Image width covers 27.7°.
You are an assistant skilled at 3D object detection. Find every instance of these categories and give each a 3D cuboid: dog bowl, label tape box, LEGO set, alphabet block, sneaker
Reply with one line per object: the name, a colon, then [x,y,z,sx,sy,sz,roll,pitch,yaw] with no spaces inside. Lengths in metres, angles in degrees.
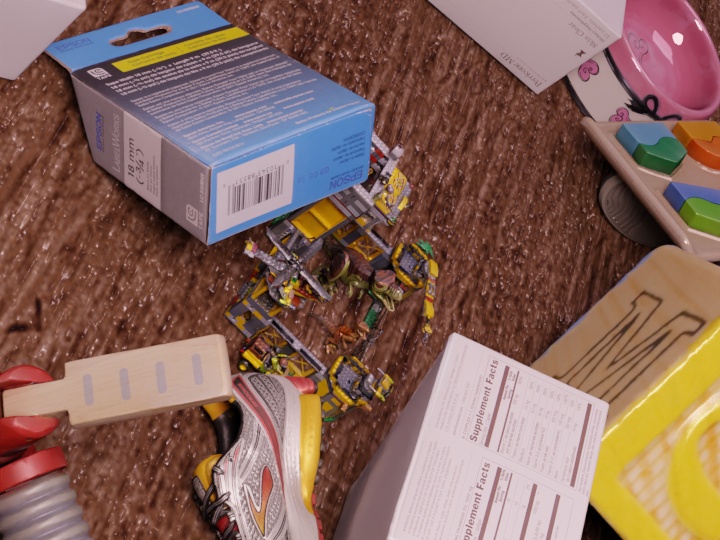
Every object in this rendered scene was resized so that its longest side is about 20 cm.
dog bowl: [0.288,-0.215,1.484,0.199,0.074,0.202,23,53,-34]
label tape box: [-0.109,-0.108,1.014,0.144,0.064,0.199,-24,43,-36]
LEGO set: [0.000,0.000,1.053,0.154,0.116,0.200,50,43,-9]
alphabet block: [0.254,0.122,1.113,0.195,0.196,0.200,45,1,-12]
sneaker: [0.301,-0.082,1.437,0.199,0.075,0.107,12,41,-31]
sneaker: [-0.073,0.159,0.939,0.081,0.078,0.202,12,55,-22]

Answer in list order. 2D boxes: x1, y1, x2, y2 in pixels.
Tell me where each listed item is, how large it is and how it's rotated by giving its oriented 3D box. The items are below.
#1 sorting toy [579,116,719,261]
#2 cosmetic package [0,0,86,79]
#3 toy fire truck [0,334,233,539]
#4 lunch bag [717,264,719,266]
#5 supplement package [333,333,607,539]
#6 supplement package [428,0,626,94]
sorting toy: [0.319,-0.083,1.350,0.199,0.037,0.186,0,44,-36]
cosmetic package: [-0.243,-0.243,0.973,0.071,0.101,0.202,11,61,-40]
toy fire truck: [-0.156,0.123,0.774,0.128,0.199,0.177,-16,78,-46]
lunch bag: [0.355,0.113,1.333,0.201,0.127,0.170,58,39,-19]
supplement package: [0.052,0.171,0.919,0.110,0.201,0.156,24,49,-3]
supplement package: [0.144,-0.298,1.365,0.199,0.111,0.157,36,47,-23]
